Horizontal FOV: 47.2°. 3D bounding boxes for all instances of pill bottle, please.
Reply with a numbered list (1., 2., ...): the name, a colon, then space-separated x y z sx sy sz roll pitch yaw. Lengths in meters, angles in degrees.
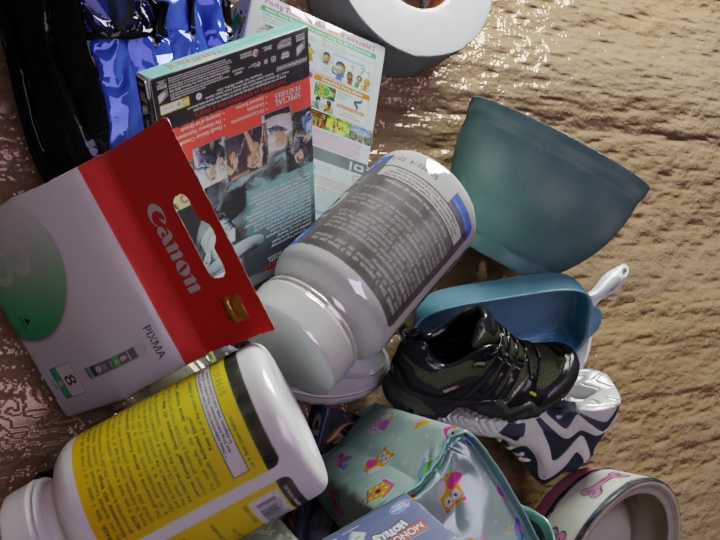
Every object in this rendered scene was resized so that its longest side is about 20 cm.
1. pill bottle: -0.131 0.142 0.558 0.198 0.112 0.114 -27 98 -4
2. pill bottle: 0.000 0.000 0.684 0.200 0.113 0.114 -46 106 -32

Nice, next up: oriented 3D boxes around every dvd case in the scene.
1. dvd case: -0.093 -0.073 0.633 0.145 0.022 0.202 -31 134 -36

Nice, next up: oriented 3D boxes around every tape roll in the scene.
1. tape roll: 0.040 -0.307 0.848 0.198 0.066 0.204 4 82 -29

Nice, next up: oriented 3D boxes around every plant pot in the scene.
1. plant pot: 0.170 -0.069 0.838 0.198 0.200 0.136 23 100 -26

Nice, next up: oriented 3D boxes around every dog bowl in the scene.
1. dog bowl: 0.244 0.297 0.857 0.198 0.073 0.203 -12 111 -35

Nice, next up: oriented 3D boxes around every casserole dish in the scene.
1. casserole dish: 0.135 0.052 0.813 0.197 0.122 0.039 -10 49 0

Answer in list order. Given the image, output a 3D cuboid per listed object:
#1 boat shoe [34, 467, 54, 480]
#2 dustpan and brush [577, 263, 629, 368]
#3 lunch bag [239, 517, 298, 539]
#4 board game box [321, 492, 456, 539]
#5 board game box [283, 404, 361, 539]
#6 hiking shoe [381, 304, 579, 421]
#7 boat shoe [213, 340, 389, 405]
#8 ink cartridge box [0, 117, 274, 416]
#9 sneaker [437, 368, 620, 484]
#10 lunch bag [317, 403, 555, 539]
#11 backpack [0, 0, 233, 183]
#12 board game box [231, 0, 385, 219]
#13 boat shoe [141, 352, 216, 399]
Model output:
1. boat shoe: -0.159 0.169 0.667 0.198 0.070 0.072 -11 91 -31
2. dustpan and brush: 0.225 0.053 0.913 0.199 0.057 0.141 -38 103 -28
3. lunch bag: -0.127 0.269 0.618 0.197 0.167 0.142 -11 89 -30
4. board game box: -0.024 0.285 0.554 0.198 0.061 0.203 -22 120 -28
5. board game box: 0.029 0.222 0.791 0.198 0.034 0.138 21 74 -27
6. hiking shoe: 0.122 0.082 0.757 0.197 0.102 0.076 -4 42 -18
7. boat shoe: -0.052 0.070 0.737 0.197 0.068 0.073 14 56 -25
8. ink cartridge box: -0.176 0.008 0.579 0.050 0.198 0.163 -41 108 -53
9. sneaker: 0.159 0.170 0.846 0.196 0.080 0.131 -6 126 -8
10. lunch bag: 0.070 0.224 0.696 0.122 0.170 0.201 -42 104 -19
11. backpack: -0.178 -0.153 0.645 0.166 0.162 0.203 -11 88 -34
12. board game box: -0.065 -0.133 0.766 0.146 0.064 0.203 16 77 -29
13. boat shoe: -0.143 0.083 0.662 0.202 0.072 0.060 51 26 8
